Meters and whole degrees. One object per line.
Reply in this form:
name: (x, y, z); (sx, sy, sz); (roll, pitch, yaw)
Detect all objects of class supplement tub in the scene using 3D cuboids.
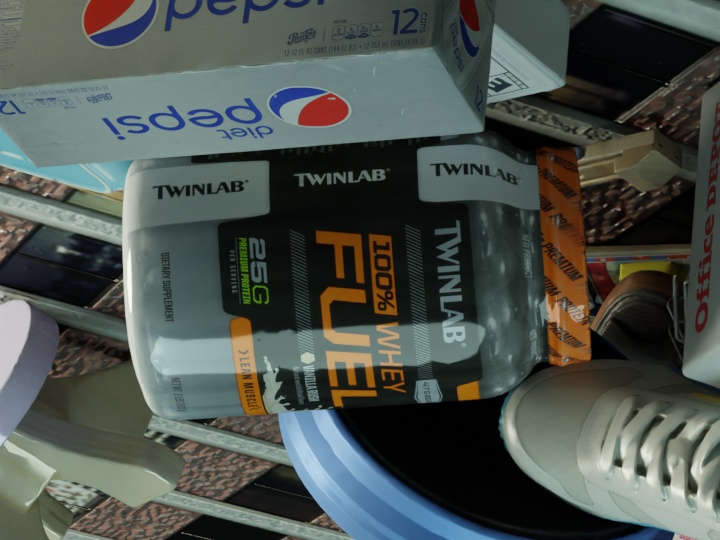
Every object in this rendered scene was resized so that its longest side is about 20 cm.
supplement tub: (0.000, 0.000, 1.277); (0.200, 0.123, 0.123); (-5, 155, 4)

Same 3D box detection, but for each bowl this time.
bowl: (0.061, 0.075, 1.359); (0.200, 0.201, 0.039); (13, 127, -15)

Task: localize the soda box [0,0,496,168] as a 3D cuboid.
soda box: (-0.051, -0.089, 1.146); (0.200, 0.064, 0.068); (-4, 152, 21)

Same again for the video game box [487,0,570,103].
video game box: (-0.039, -0.119, 1.211); (0.182, 0.047, 0.200); (-13, 150, 33)

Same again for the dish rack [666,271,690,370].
dish rack: (0.213, 0.038, 1.412); (0.153, 0.055, 0.200); (-18, 134, -12)

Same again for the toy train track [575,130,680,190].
toy train track: (0.062, -0.029, 1.385); (0.200, 0.033, 0.115); (-13, 150, 35)

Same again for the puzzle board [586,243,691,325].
puzzle board: (0.172, 0.034, 1.539); (0.150, 0.017, 0.200); (-1, 156, 17)

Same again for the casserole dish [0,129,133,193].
casserole dish: (-0.166, -0.083, 1.282); (0.121, 0.039, 0.200); (15, 166, 31)

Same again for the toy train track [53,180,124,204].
toy train track: (-0.107, -0.048, 1.411); (0.200, 0.033, 0.115); (18, 162, -11)

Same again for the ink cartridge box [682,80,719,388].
ink cartridge box: (0.218, -0.038, 1.201); (0.084, 0.146, 0.200); (16, 155, -17)

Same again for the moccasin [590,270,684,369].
moccasin: (0.161, 0.070, 1.515); (0.074, 0.078, 0.202); (11, 141, 27)

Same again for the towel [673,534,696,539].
towel: (0.194, 0.122, 1.345); (0.200, 0.146, 0.030); (-35, 106, 5)

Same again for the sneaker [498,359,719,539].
sneaker: (0.153, 0.083, 1.259); (0.200, 0.077, 0.081); (16, 172, 19)

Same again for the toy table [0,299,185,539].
toy table: (-0.189, 0.106, 1.616); (0.117, 0.184, 0.200); (34, 159, -19)
